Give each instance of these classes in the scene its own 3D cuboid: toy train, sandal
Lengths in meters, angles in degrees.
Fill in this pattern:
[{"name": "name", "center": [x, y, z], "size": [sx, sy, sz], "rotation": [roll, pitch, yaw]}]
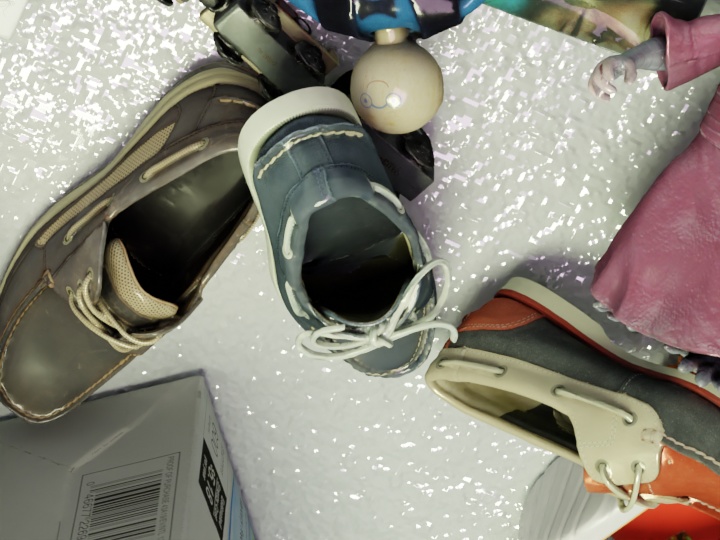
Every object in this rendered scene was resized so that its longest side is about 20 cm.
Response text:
[{"name": "toy train", "center": [-0.041, -0.103, 0.945], "size": [0.034, 0.046, 0.200], "rotation": [-39, 115, 24]}, {"name": "sandal", "center": [0.163, 0.082, 1.034], "size": [0.059, 0.079, 0.207], "rotation": [36, 122, -26]}]

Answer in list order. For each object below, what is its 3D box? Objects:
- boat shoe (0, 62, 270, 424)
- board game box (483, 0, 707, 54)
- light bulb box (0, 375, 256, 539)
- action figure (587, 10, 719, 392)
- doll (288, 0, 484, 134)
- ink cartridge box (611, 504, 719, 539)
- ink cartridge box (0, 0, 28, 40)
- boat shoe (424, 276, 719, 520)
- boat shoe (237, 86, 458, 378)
[{"name": "boat shoe", "center": [-0.105, -0.004, 0.978], "size": [0.074, 0.073, 0.200], "rotation": [31, 112, -16]}, {"name": "board game box", "center": [0.110, -0.194, 0.911], "size": [0.135, 0.028, 0.201], "rotation": [18, 115, -10]}, {"name": "light bulb box", "center": [-0.108, 0.192, 1.010], "size": [0.124, 0.198, 0.201], "rotation": [-13, 118, 7]}, {"name": "action figure", "center": [0.177, -0.052, 0.924], "size": [0.134, 0.149, 0.201], "rotation": [26, 103, 28]}, {"name": "doll", "center": [0.002, -0.154, 0.898], "size": [0.136, 0.048, 0.201], "rotation": [-4, 107, 18]}, {"name": "ink cartridge box", "center": [0.245, 0.163, 1.092], "size": [0.173, 0.044, 0.200], "rotation": [-31, 114, 12]}, {"name": "ink cartridge box", "center": [-0.149, -0.201, 0.895], "size": [0.099, 0.039, 0.200], "rotation": [23, 116, -13]}, {"name": "boat shoe", "center": [0.114, 0.071, 0.961], "size": [0.063, 0.200, 0.071], "rotation": [-41, 140, -20]}, {"name": "boat shoe", "center": [0.000, 0.000, 0.949], "size": [0.075, 0.062, 0.200], "rotation": [-20, 147, -4]}]
